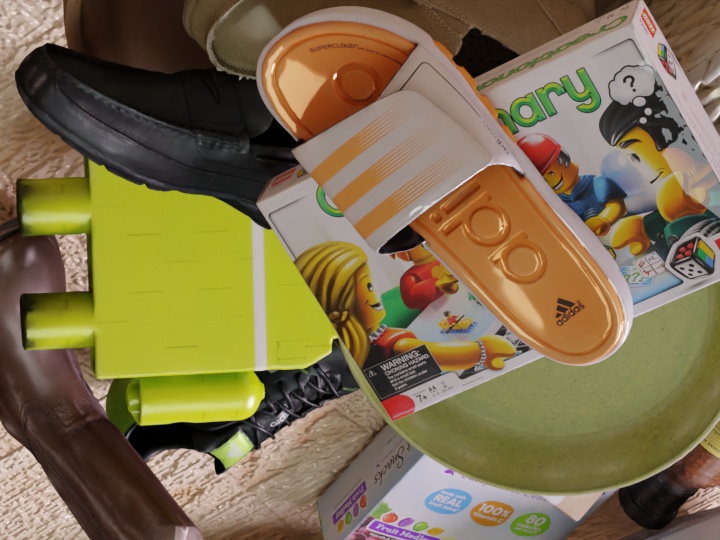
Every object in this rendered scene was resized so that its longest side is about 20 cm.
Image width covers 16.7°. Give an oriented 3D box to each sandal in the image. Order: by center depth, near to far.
[{"bbox_3d":[0.039,-0.030,1.062,0.207,0.059,0.079,43,118,-8],"label":"sandal"}]

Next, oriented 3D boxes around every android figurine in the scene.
[{"bbox_3d":[-0.083,-0.008,1.310,0.199,0.041,0.183,-5,99,-13],"label":"android figurine"}]

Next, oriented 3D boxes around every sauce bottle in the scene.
[{"bbox_3d":[0.230,0.093,1.548,0.066,0.066,0.200,15,134,-27],"label":"sauce bottle"}]

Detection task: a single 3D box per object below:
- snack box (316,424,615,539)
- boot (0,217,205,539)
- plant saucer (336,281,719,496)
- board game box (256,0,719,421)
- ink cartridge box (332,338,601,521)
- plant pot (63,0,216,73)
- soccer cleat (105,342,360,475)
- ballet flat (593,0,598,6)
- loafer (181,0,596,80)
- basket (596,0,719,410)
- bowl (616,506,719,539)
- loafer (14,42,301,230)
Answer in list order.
[{"bbox_3d":[0.083,0.127,1.568,0.142,0.053,0.200,17,133,-29],"label":"snack box"},{"bbox_3d":[-0.145,0.088,1.361,0.064,0.200,0.187,-28,151,-19],"label":"boot"},{"bbox_3d":[0.086,0.015,1.168,0.199,0.031,0.201,6,119,11],"label":"plant saucer"},{"bbox_3d":[0.068,-0.024,1.112,0.199,0.035,0.127,-25,108,24],"label":"board game box"},{"bbox_3d":[0.104,0.028,1.395,0.165,0.075,0.200,-50,131,5],"label":"ink cartridge box"},{"bbox_3d":[-0.046,-0.152,1.185,0.200,0.093,0.201,-5,141,-4],"label":"plant pot"},{"bbox_3d":[-0.058,0.074,1.438,0.199,0.081,0.068,-15,138,19],"label":"soccer cleat"},{"bbox_3d":[0.109,-0.202,1.182,0.067,0.068,0.200,-20,141,2],"label":"ballet flat"},{"bbox_3d":[0.018,-0.107,1.127,0.199,0.068,0.076,1,139,-13],"label":"loafer"},{"bbox_3d":[0.192,-0.068,1.222,0.200,0.198,0.161,-34,108,29],"label":"basket"},{"bbox_3d":[0.197,0.209,1.605,0.199,0.075,0.200,-17,175,-28],"label":"bowl"},{"bbox_3d":[-0.068,-0.070,1.161,0.200,0.068,0.071,20,115,-30],"label":"loafer"}]
